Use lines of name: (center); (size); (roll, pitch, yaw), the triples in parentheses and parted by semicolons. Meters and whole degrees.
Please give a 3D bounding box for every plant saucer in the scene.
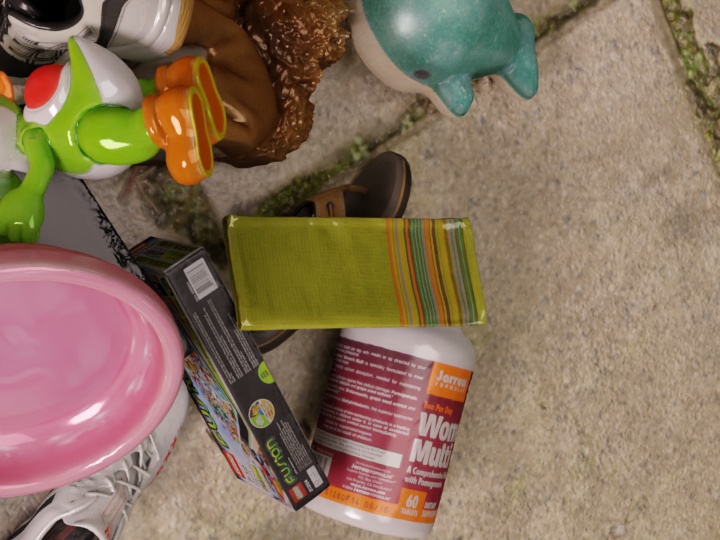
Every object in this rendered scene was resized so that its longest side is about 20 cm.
plant saucer: (-0.206, 0.055, 0.814); (0.199, 0.051, 0.202); (-13, 138, -12)

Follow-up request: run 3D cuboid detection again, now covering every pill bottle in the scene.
pill bottle: (0.027, 0.096, 1.063); (0.109, 0.109, 0.202); (16, 88, -29)

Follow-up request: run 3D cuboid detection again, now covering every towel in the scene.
towel: (0.000, 0.000, 0.979); (0.198, 0.018, 0.087); (0, 66, -28)

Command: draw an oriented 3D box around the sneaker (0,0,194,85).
sneaker: (-0.198, -0.169, 0.863); (0.087, 0.199, 0.076); (18, 73, -49)

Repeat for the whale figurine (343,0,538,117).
whale figurine: (0.081, -0.197, 1.060); (0.199, 0.103, 0.161); (16, 63, -39)

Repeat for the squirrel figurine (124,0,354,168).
squirrel figurine: (-0.106, -0.172, 0.971); (0.199, 0.141, 0.189); (2, 83, -43)

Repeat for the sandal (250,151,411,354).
sandal: (-0.037, -0.022, 1.038); (0.200, 0.082, 0.055); (-44, 119, -10)

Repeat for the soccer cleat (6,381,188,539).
soccer cleat: (-0.183, 0.157, 0.968); (0.069, 0.085, 0.200); (46, 74, -24)

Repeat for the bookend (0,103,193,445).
bookend: (-0.252, 0.028, 0.914); (0.200, 0.092, 0.200); (-38, 110, -19)

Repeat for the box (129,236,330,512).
box: (-0.100, 0.073, 0.991); (0.035, 0.110, 0.201); (-34, 109, -21)

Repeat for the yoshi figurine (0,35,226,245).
yoshi figurine: (-0.182, -0.061, 0.826); (0.198, 0.113, 0.113); (-8, 68, 7)
